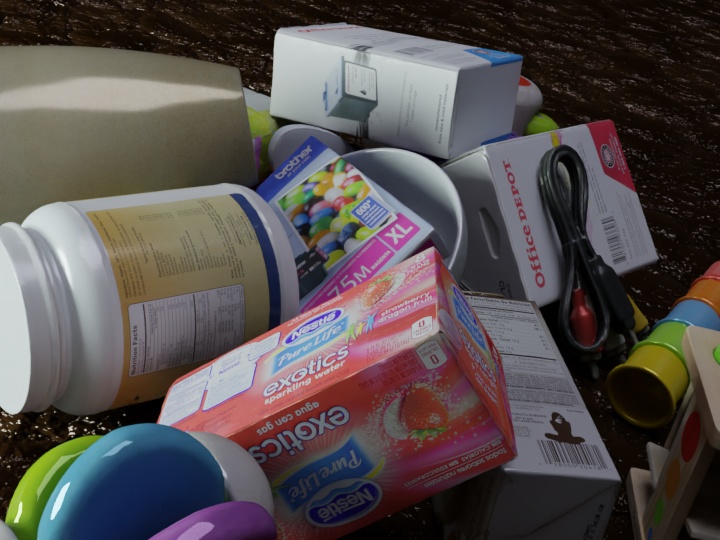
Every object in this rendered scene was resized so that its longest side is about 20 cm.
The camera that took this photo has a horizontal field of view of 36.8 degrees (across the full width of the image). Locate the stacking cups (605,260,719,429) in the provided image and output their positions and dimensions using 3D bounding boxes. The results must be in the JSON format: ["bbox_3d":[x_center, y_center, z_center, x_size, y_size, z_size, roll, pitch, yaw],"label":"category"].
[{"bbox_3d":[0.276,0.056,0.922,0.060,0.061,0.200,26,41,24],"label":"stacking cups"}]

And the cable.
[{"bbox_3d":[0.184,-0.004,0.933,0.096,0.050,0.202,-20,81,-27],"label":"cable"}]

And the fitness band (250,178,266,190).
[{"bbox_3d":[-0.115,-0.054,1.023,0.143,0.038,0.199,-15,40,-41],"label":"fitness band"}]

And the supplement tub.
[{"bbox_3d":[-0.159,0.019,0.760,0.198,0.146,0.144,-10,35,-35],"label":"supplement tub"}]

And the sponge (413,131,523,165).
[{"bbox_3d":[0.082,-0.067,1.046,0.030,0.113,0.199,33,35,32],"label":"sponge"}]

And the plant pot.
[{"bbox_3d":[-0.185,-0.098,0.860,0.197,0.189,0.188,-10,31,-5],"label":"plant pot"}]

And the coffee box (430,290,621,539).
[{"bbox_3d":[0.094,0.115,0.722,0.079,0.116,0.201,6,28,-11],"label":"coffee box"}]

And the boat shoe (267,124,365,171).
[{"bbox_3d":[-0.015,-0.093,1.054,0.198,0.072,0.068,20,16,-37],"label":"boat shoe"}]

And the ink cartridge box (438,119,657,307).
[{"bbox_3d":[0.170,-0.048,1.000,0.198,0.150,0.085,-15,-3,-39],"label":"ink cartridge box"}]

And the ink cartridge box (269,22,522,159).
[{"bbox_3d":[0.034,-0.177,1.032,0.198,0.087,0.146,16,22,28],"label":"ink cartridge box"}]

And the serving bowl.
[{"bbox_3d":[0.000,0.000,0.870,0.198,0.066,0.202,-16,51,20],"label":"serving bowl"}]

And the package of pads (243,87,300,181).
[{"bbox_3d":[-0.158,-0.131,1.037,0.153,0.069,0.200,22,28,14],"label":"package of pads"}]

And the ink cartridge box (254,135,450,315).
[{"bbox_3d":[-0.036,-0.029,0.842,0.119,0.042,0.200,-44,46,-6],"label":"ink cartridge box"}]

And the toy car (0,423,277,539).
[{"bbox_3d":[-0.087,0.158,0.491,0.174,0.150,0.202,-16,71,-38],"label":"toy car"}]

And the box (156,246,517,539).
[{"bbox_3d":[-0.018,0.086,0.639,0.198,0.095,0.103,-28,24,15],"label":"box"}]

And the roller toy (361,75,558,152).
[{"bbox_3d":[0.096,-0.162,1.193,0.181,0.141,0.200,4,24,-37],"label":"roller toy"}]

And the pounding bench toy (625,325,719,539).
[{"bbox_3d":[0.267,0.114,0.747,0.123,0.158,0.201,12,28,1],"label":"pounding bench toy"}]

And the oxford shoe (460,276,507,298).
[{"bbox_3d":[0.052,0.037,0.893,0.199,0.073,0.084,27,41,31],"label":"oxford shoe"}]
